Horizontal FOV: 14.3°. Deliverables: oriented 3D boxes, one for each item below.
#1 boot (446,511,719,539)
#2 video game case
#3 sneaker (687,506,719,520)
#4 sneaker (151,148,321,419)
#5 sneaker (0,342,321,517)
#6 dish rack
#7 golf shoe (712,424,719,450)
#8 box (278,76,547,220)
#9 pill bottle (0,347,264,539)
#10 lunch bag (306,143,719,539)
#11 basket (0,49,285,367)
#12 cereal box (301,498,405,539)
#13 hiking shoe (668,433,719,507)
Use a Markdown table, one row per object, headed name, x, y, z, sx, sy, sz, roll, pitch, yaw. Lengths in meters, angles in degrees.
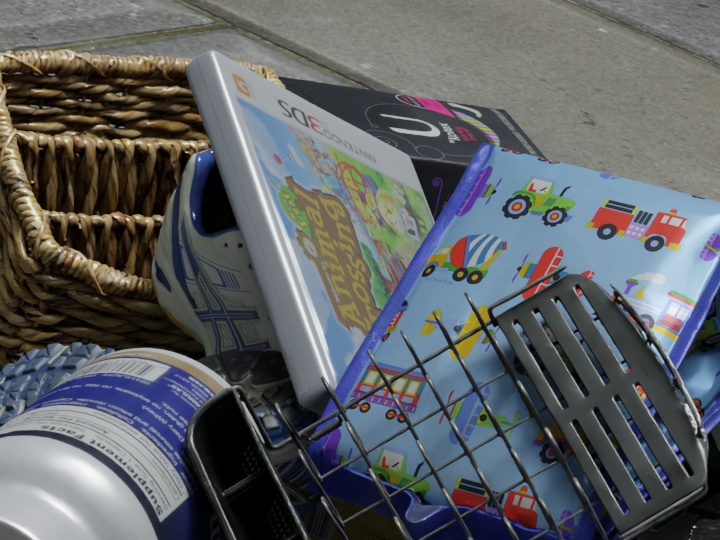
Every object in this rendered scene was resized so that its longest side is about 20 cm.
| name | x | y | z | sx | sy | sz | roll | pitch | yaw |
| --- | --- | --- | --- | --- | --- | --- | --- | --- | --- |
| boot | 0.123 | 0.117 | 1.317 | 0.157 | 0.080 | 0.212 | -3 | 30 | 8 |
| video game case | 0.000 | 0.000 | 1.425 | 0.182 | 0.022 | 0.201 | 25 | 38 | -52 |
| sneaker | 0.225 | 0.153 | 1.446 | 0.078 | 0.080 | 0.200 | -4 | 26 | -41 |
| sneaker | -0.046 | 0.018 | 1.433 | 0.075 | 0.089 | 0.200 | -14 | 45 | -31 |
| sneaker | -0.107 | 0.092 | 1.390 | 0.199 | 0.086 | 0.077 | 3 | 38 | 28 |
| dish rack | 0.041 | 0.080 | 1.208 | 0.199 | 0.055 | 0.154 | -30 | 52 | 1 |
| golf shoe | 0.139 | 0.058 | 1.607 | 0.199 | 0.095 | 0.078 | 17 | 19 | 1 |
| box | 0.005 | -0.045 | 1.760 | 0.199 | 0.107 | 0.122 | 6 | 22 | -21 |
| pill bottle | -0.123 | 0.115 | 1.241 | 0.115 | 0.116 | 0.200 | 20 | 21 | 13 |
| lunch bag | 0.077 | 0.050 | 1.290 | 0.150 | 0.094 | 0.200 | 15 | 48 | 31 |
| basket | -0.113 | -0.027 | 1.569 | 0.199 | 0.150 | 0.143 | 2 | 24 | -34 |
| cereal box | 0.042 | 0.105 | 1.490 | 0.143 | 0.040 | 0.200 | 19 | 21 | 6 |
| hiking shoe | 0.121 | 0.056 | 1.491 | 0.200 | 0.075 | 0.101 | 43 | 22 | -50 |
